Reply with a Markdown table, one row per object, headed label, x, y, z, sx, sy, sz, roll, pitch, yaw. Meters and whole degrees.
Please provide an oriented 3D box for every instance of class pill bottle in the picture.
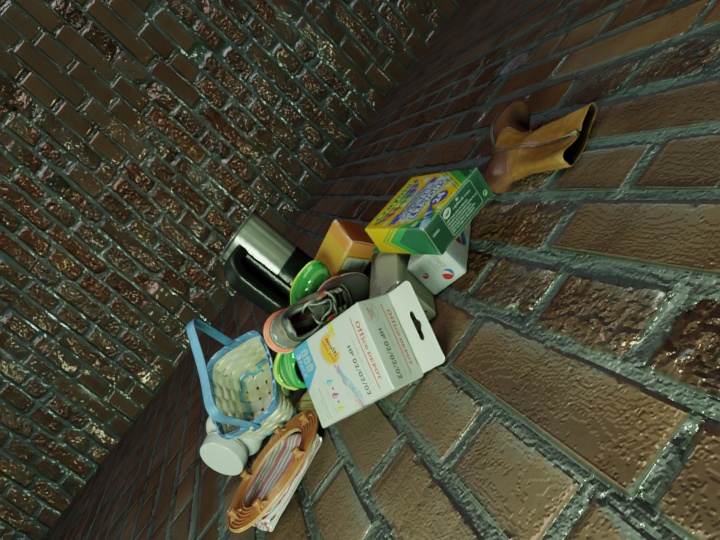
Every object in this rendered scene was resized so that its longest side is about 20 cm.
| label | x | y | z | sx | sy | sz | roll | pitch | yaw |
| --- | --- | --- | --- | --- | --- | --- | --- | --- | --- |
| pill bottle | -0.217 | 0.266 | 1.128 | 0.112 | 0.112 | 0.202 | -38 | 19 | 38 |

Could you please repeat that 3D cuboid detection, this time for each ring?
| label | x | y | z | sx | sy | sz | roll | pitch | yaw |
| --- | --- | --- | --- | --- | --- | --- | --- | --- | --- |
| ring | -0.133 | 0.288 | 0.898 | 0.200 | 0.019 | 0.201 | -46 | 12 | 12 |

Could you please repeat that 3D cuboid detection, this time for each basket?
| label | x | y | z | sx | sy | sz | roll | pitch | yaw |
| --- | --- | --- | --- | --- | --- | --- | --- | --- | --- |
| basket | -0.200 | 0.179 | 0.992 | 0.138 | 0.199 | 0.179 | -35 | 55 | 14 |

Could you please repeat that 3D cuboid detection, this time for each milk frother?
| label | x | y | z | sx | sy | sz | roll | pitch | yaw |
| --- | --- | --- | --- | --- | --- | --- | --- | --- | --- |
| milk frother | -0.141 | -0.036 | 1.134 | 0.202 | 0.186 | 0.181 | -51 | 7 | 13 |

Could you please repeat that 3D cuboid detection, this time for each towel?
| label | x | y | z | sx | sy | sz | roll | pitch | yaw |
| --- | --- | --- | --- | --- | --- | --- | --- | --- | --- |
| towel | -0.138 | 0.314 | 0.934 | 0.148 | 0.030 | 0.199 | -58 | 15 | -27 |

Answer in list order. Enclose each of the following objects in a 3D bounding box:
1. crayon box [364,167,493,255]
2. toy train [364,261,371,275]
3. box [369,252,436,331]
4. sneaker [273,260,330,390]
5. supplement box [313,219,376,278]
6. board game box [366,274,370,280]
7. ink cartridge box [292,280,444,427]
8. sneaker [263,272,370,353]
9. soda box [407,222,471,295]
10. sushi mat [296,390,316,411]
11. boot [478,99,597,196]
| label | x | y | z | sx | sy | sz | roll | pitch | yaw |
| --- | --- | --- | --- | --- | --- | --- | --- | --- | --- |
| crayon box | 0.088 | -0.085 | 0.907 | 0.126 | 0.052 | 0.198 | -47 | 21 | -18 |
| toy train | 0.000 | 0.000 | 1.114 | 0.201 | 0.034 | 0.046 | -50 | 3 | 6 |
| box | 0.062 | 0.019 | 0.942 | 0.068 | 0.082 | 0.201 | -46 | 14 | 19 |
| sneaker | -0.076 | 0.088 | 0.953 | 0.082 | 0.073 | 0.207 | 9 | 86 | 48 |
| supplement box | -0.050 | 0.018 | 1.039 | 0.067 | 0.067 | 0.203 | 50 | 120 | 39 |
| board game box | -0.027 | 0.061 | 1.189 | 0.199 | 0.041 | 0.202 | -31 | 24 | 53 |
| ink cartridge box | 0.005 | 0.111 | 0.794 | 0.067 | 0.118 | 0.199 | -12 | -20 | -46 |
| sneaker | -0.045 | 0.058 | 0.885 | 0.198 | 0.079 | 0.081 | -32 | 2 | -36 |
| soda box | 0.129 | -0.057 | 0.955 | 0.068 | 0.063 | 0.202 | -40 | 17 | 33 |
| sushi mat | -0.045 | 0.187 | 0.994 | 0.097 | 0.012 | 0.199 | -57 | 15 | -25 |
| boot | 0.264 | -0.210 | 0.907 | 0.191 | 0.068 | 0.199 | -57 | 16 | -23 |
